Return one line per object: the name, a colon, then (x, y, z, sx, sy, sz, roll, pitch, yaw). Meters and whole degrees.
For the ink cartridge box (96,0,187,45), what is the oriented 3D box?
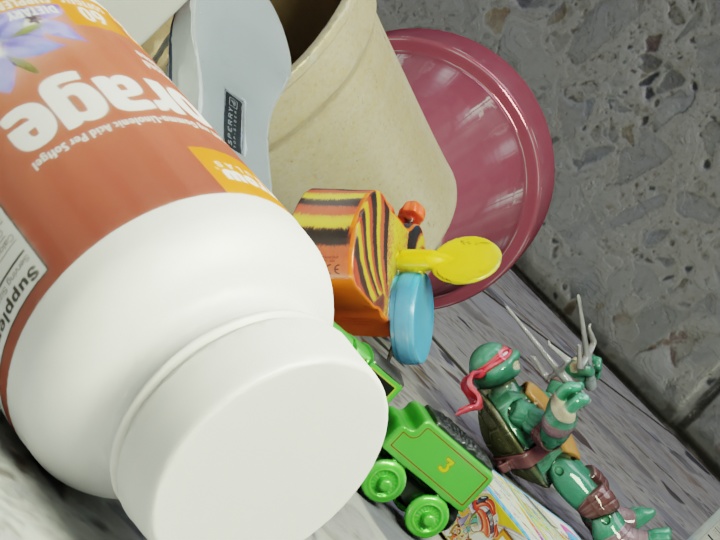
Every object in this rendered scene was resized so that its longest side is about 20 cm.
ink cartridge box: (-0.136, -0.179, 1.176, 0.084, 0.144, 0.200, 42, 27, -15)

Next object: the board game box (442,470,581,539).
board game box: (0.112, 0.178, 1.124, 0.134, 0.034, 0.200, 38, 8, -41)

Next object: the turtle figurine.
turtle figurine: (0.134, 0.104, 1.477, 0.200, 0.101, 0.150, 58, 18, -10)

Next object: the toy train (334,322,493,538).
toy train: (-0.016, 0.054, 1.036, 0.200, 0.056, 0.042, 41, 6, -22)

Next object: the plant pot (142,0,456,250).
plant pot: (-0.041, -0.080, 1.292, 0.184, 0.200, 0.200, 53, -1, -35)

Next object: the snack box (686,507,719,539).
snack box: (0.340, 0.208, 1.619, 0.169, 0.200, 0.068, 39, 7, -40)

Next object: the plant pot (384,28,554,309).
plant pot: (0.019, -0.056, 1.487, 0.200, 0.200, 0.179, 43, 22, 2)

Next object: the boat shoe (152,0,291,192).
boat shoe: (-0.088, -0.068, 1.121, 0.075, 0.086, 0.202, 32, 40, -34)

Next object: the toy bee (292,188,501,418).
toy bee: (0.000, 0.000, 1.125, 0.131, 0.109, 0.200, 10, -26, -4)

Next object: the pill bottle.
pill bottle: (-0.079, 0.001, 0.710, 0.200, 0.112, 0.112, 47, 7, 36)
